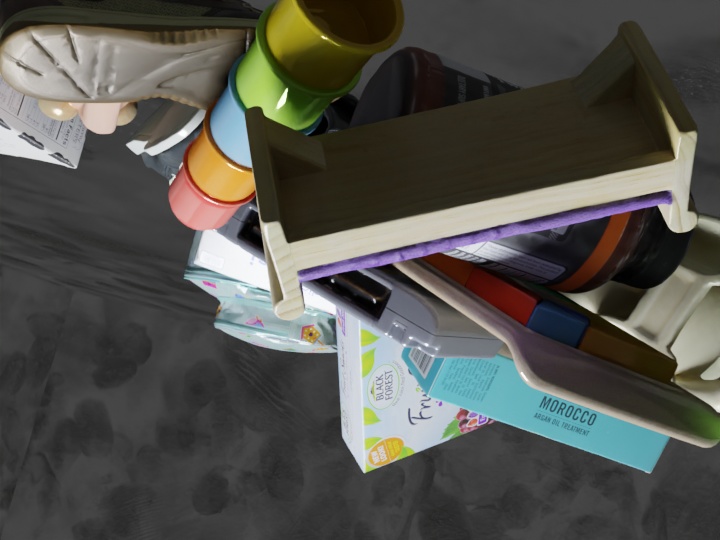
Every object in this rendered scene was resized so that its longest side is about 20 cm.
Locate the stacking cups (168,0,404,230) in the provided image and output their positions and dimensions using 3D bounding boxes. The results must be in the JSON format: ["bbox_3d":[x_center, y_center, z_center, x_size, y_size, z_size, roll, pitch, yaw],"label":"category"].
[{"bbox_3d":[-0.051,-0.086,0.585,0.060,0.061,0.200,18,149,-22],"label":"stacking cups"}]

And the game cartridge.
[{"bbox_3d":[0.000,0.000,0.767,0.200,0.042,0.133,30,-166,28],"label":"game cartridge"}]

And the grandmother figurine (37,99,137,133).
[{"bbox_3d":[-0.164,-0.132,0.720,0.121,0.061,0.200,-6,179,-15],"label":"grandmother figurine"}]

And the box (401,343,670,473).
[{"bbox_3d":[0.136,0.090,0.858,0.200,0.049,0.082,21,-169,-18],"label":"box"}]

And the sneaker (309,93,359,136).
[{"bbox_3d":[0.008,-0.071,0.755,0.199,0.078,0.140,13,172,9],"label":"sneaker"}]

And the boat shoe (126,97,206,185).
[{"bbox_3d":[-0.117,-0.095,0.800,0.060,0.076,0.200,42,174,-17],"label":"boat shoe"}]

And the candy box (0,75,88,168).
[{"bbox_3d":[-0.318,-0.150,0.821,0.167,0.072,0.200,11,170,20],"label":"candy box"}]

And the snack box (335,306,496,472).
[{"bbox_3d":[0.053,0.063,0.928,0.142,0.200,0.053,-17,-138,-17],"label":"snack box"}]

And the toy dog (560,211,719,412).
[{"bbox_3d":[0.233,0.035,0.880,0.194,0.140,0.200,24,179,37],"label":"toy dog"}]

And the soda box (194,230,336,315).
[{"bbox_3d":[-0.037,-0.012,0.970,0.200,0.064,0.068,20,-152,-1],"label":"soda box"}]

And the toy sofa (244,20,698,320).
[{"bbox_3d":[0.050,-0.036,0.527,0.199,0.083,0.098,-12,137,-1],"label":"toy sofa"}]

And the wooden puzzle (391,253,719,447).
[{"bbox_3d":[0.114,0.029,0.703,0.185,0.037,0.200,22,-167,-35],"label":"wooden puzzle"}]

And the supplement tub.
[{"bbox_3d":[0.094,-0.050,0.653,0.200,0.107,0.107,17,171,-19],"label":"supplement tub"}]

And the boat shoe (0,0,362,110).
[{"bbox_3d":[-0.094,-0.129,0.606,0.200,0.065,0.073,1,147,-29],"label":"boat shoe"}]

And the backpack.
[{"bbox_3d":[-0.089,0.007,1.205,0.200,0.154,0.176,20,178,9],"label":"backpack"}]
